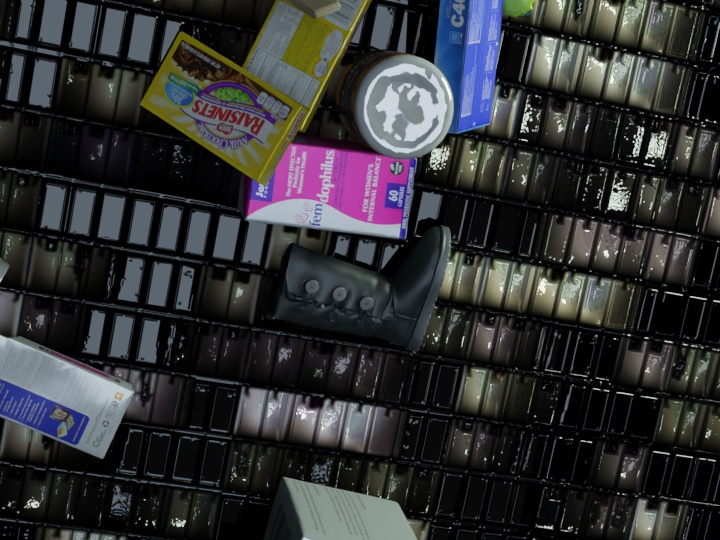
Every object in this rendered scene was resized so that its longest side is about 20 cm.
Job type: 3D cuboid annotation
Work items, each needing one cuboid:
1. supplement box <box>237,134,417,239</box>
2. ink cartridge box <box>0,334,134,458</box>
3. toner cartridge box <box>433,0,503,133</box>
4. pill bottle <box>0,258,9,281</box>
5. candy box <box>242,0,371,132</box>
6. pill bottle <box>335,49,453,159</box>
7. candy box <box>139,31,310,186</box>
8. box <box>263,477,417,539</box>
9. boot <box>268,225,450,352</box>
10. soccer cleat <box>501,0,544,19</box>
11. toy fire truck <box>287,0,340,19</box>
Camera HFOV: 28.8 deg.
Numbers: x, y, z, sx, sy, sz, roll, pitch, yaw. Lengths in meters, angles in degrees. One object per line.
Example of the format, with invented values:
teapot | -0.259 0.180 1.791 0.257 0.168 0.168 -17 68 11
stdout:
supplement box | -0.042 -0.105 1.688 0.198 0.103 0.102 6 101 -10
ink cartridge box | -0.384 0.147 1.704 0.198 0.037 0.095 25 96 -17
toner cartridge box | 0.129 -0.272 1.680 0.043 0.095 0.202 14 108 29
pill bottle | -0.509 -0.026 1.605 0.199 0.112 0.113 35 93 -15
candy box | -0.065 -0.277 1.663 0.102 0.026 0.201 29 95 11
pill bottle | 0.032 -0.197 1.633 0.115 0.200 0.118 -2 101 -11
candy box | -0.160 -0.189 1.624 0.199 0.026 0.103 33 97 26
box | -0.034 0.395 1.737 0.169 0.199 0.202 14 100 -14
boot | 0.000 0.001 1.741 0.198 0.066 0.167 16 96 -9
soccer cleat | 0.238 -0.395 1.707 0.200 0.068 0.081 -43 93 0
toy fire truck | -0.058 -0.380 1.590 0.175 0.129 0.202 -26 89 -6
